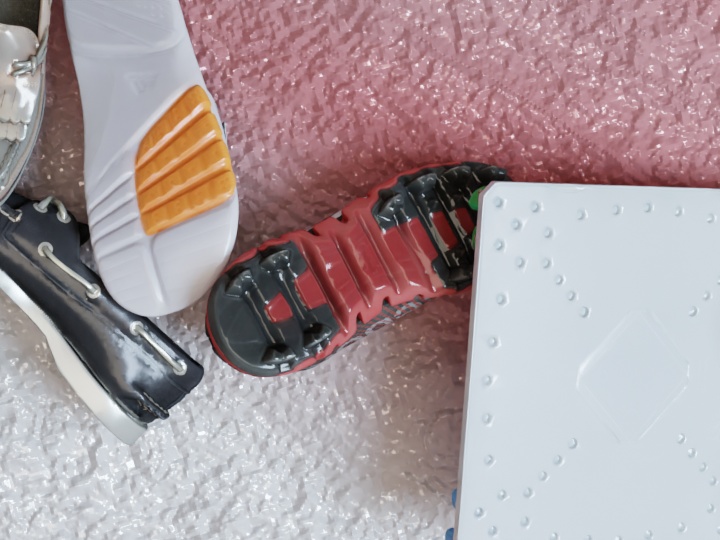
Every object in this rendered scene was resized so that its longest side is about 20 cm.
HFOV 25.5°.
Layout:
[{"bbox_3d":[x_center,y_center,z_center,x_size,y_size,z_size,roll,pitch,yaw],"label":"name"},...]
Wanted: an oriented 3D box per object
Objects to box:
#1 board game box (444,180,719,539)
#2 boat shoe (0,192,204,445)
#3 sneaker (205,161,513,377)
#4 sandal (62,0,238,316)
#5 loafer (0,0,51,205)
[{"bbox_3d":[0.140,0.055,0.850,0.198,0.026,0.202,0,98,-24],"label":"board game box"},{"bbox_3d":[-0.162,-0.002,0.834,0.060,0.074,0.200,-39,95,-3],"label":"boat shoe"},{"bbox_3d":[0.000,0.000,0.846,0.199,0.098,0.071,-26,89,-23],"label":"sneaker"},{"bbox_3d":[-0.106,-0.077,0.837,0.078,0.059,0.209,-12,77,5],"label":"sandal"},{"bbox_3d":[-0.184,-0.129,0.787,0.071,0.063,0.202,11,75,-13],"label":"loafer"}]
